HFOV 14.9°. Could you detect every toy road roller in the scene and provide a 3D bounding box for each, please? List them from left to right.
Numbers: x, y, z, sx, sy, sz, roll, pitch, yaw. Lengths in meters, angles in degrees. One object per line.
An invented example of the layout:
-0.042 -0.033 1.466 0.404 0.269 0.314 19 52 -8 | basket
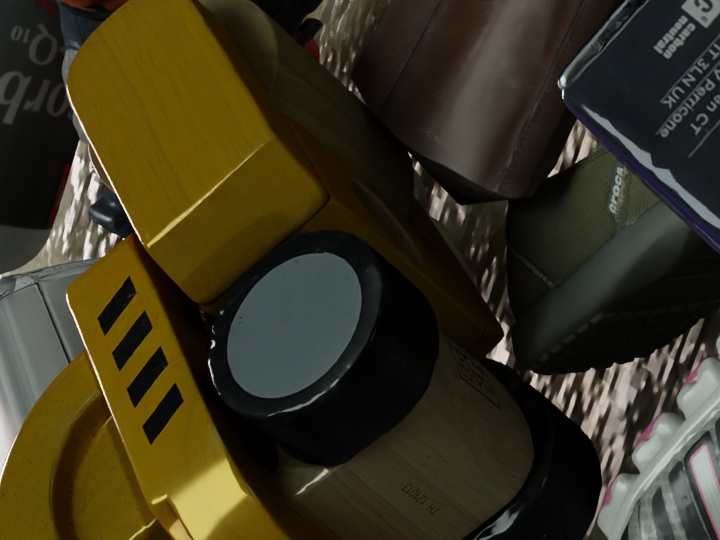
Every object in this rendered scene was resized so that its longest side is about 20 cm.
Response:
-0.040 0.031 0.798 0.146 0.123 0.200 -38 45 11 | toy road roller

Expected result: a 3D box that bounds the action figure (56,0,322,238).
-0.060 -0.124 0.891 0.105 0.194 0.200 26 66 34 | action figure

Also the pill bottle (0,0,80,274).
-0.155 -0.067 0.994 0.116 0.116 0.200 26 100 48 | pill bottle

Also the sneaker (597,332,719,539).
0.130 0.060 0.749 0.087 0.074 0.200 50 121 44 | sneaker

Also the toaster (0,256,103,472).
-0.082 0.085 0.964 0.200 0.114 0.129 105 149 -50 | toaster

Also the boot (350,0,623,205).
0.038 -0.130 0.851 0.186 0.064 0.200 45 116 56 | boot

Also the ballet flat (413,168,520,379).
0.000 0.000 0.919 0.068 0.068 0.200 -52 44 16 | ballet flat

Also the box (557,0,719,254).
0.164 0.003 0.608 0.104 0.148 0.200 -48 60 5 | box

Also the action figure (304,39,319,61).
-0.082 -0.084 1.041 0.200 0.052 0.065 7 90 48 | action figure

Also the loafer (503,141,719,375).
0.101 -0.040 0.790 0.200 0.075 0.070 -39 63 42 | loafer
